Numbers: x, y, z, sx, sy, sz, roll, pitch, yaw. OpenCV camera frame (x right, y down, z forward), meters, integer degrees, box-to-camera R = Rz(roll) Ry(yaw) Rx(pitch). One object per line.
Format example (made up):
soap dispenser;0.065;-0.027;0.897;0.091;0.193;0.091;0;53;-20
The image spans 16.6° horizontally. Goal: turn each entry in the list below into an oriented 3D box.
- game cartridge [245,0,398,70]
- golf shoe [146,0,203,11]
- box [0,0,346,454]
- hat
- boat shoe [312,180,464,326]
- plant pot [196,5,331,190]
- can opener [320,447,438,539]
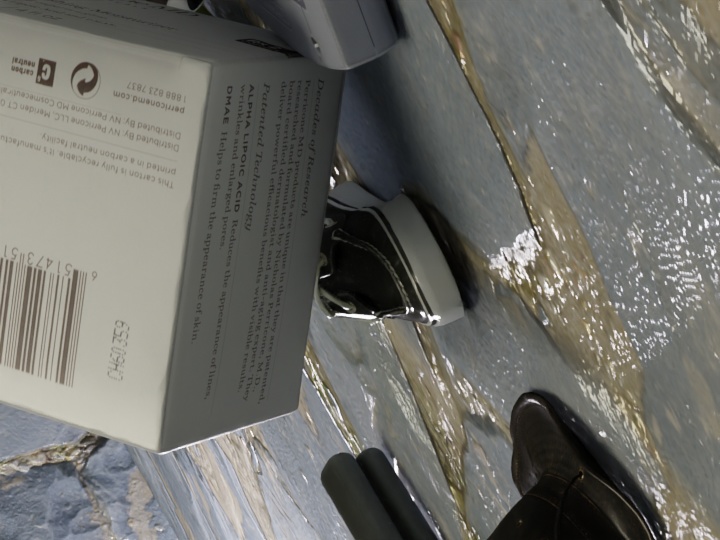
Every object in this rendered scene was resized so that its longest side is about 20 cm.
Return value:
game cartridge;-0.043;-0.172;1.192;0.200;0.041;0.134;46;156;58
golf shoe;-0.128;-0.228;1.395;0.078;0.094;0.201;-7;-90;-58
box;-0.132;-0.033;1.265;0.198;0.131;0.201;15;103;27
hat;0.096;0.163;1.205;0.201;0.081;0.201;59;170;18
boat shoe;0.000;0.000;1.314;0.071;0.063;0.200;65;169;-13
plant pot;-0.125;-0.083;1.483;0.188;0.186;0.201;76;177;-50
can opener;0.042;0.193;1.643;0.200;0.052;0.067;54;131;35
